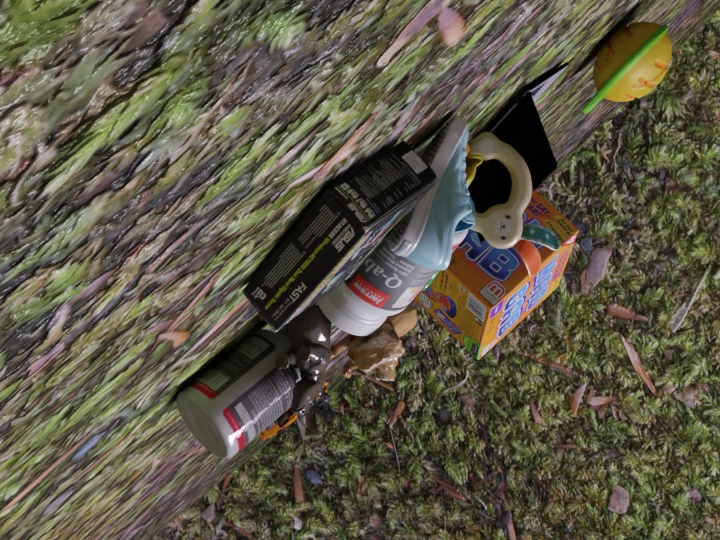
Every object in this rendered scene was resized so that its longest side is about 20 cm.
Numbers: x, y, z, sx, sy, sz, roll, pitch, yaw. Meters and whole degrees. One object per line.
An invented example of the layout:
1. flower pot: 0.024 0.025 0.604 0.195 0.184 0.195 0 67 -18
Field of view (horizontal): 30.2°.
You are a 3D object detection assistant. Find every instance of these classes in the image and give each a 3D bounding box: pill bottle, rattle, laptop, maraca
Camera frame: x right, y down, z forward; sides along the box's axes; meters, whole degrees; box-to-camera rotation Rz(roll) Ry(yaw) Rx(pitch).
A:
1. pill bottle: 0.035 -0.017 1.637 0.200 0.116 0.116 -52 169 35
2. rattle: 0.184 -0.085 1.744 0.130 0.201 0.143 -27 175 -9
3. laptop: 0.235 -0.171 1.914 0.200 0.116 0.187 -36 172 -46
4. maraca: 0.418 -0.317 2.105 0.137 0.107 0.200 -39 174 -34
5. pill bottle: -0.139 0.149 1.782 0.200 0.111 0.111 -39 173 -27

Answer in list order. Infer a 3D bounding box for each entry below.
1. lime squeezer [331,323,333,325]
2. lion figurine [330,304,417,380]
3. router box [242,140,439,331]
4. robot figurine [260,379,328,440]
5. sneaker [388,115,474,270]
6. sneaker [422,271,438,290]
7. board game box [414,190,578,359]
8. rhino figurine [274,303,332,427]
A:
1. lime squeezer: 0.018 0.033 1.869 0.070 0.038 0.200 -10 -171 23
2. lion figurine: 0.031 0.082 1.774 0.122 0.073 0.200 -30 -166 35
3. router box: -0.023 -0.037 1.436 0.150 0.062 0.200 -38 173 -48
4. robot figurine: -0.159 0.317 3.133 0.200 0.058 0.145 -42 175 4
5. sneaker: 0.097 -0.084 1.529 0.074 0.082 0.201 -33 -150 58
6. sneaker: 0.088 -0.048 1.733 0.201 0.073 0.084 86 13 -50
7. board game box: 0.196 -0.023 2.131 0.200 0.200 0.200 -40 161 -19
8. rhino figurine: -0.069 0.104 1.720 0.059 0.202 0.087 1 -174 24
